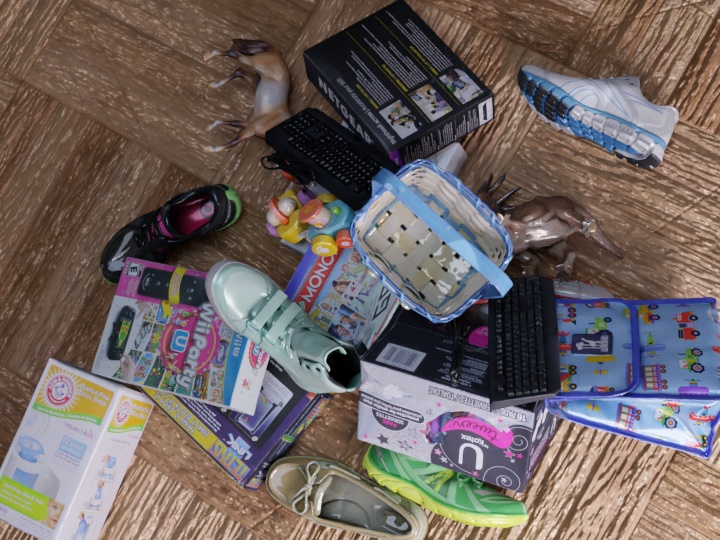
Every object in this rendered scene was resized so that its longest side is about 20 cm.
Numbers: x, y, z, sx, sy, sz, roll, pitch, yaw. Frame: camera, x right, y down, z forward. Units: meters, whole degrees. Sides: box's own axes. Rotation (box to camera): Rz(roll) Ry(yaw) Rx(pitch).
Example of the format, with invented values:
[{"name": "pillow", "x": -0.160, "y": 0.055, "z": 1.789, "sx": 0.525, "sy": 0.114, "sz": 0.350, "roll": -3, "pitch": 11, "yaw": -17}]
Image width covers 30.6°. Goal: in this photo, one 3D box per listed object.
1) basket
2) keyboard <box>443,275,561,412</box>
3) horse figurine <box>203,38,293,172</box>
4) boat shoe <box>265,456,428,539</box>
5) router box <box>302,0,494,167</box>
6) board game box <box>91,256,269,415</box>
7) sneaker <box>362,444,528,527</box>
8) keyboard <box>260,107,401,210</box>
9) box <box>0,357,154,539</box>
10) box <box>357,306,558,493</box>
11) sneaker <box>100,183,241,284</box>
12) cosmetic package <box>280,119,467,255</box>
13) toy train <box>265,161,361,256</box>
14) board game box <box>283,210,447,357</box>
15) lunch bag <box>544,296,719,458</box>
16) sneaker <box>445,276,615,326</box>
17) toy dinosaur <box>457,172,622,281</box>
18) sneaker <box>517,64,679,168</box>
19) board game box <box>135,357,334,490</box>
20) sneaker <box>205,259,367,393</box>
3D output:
[{"name": "basket", "x": 0.078, "y": -0.029, "z": 1.396, "sx": 0.176, "sy": 0.200, "sz": 0.139, "roll": 43, "pitch": 80, "yaw": 3}, {"name": "keyboard", "x": 0.145, "y": 0.074, "z": 1.387, "sx": 0.126, "sy": 0.021, "sz": 0.200, "roll": -14, "pitch": 33, "yaw": 15}, {"name": "horse figurine", "x": -0.131, "y": -0.217, "z": 1.664, "sx": 0.132, "sy": 0.050, "sz": 0.201, "roll": -4, "pitch": 69, "yaw": 3}, {"name": "boat shoe", "x": -0.020, "y": 0.262, "z": 1.503, "sx": 0.200, "sy": 0.063, "sz": 0.074, "roll": 22, "pitch": 84, "yaw": 18}, {"name": "router box", "x": 0.044, "y": -0.223, "z": 1.576, "sx": 0.149, "sy": 0.051, "sz": 0.200, "roll": -30, "pitch": 58, "yaw": -13}, {"name": "board game box", "x": -0.201, "y": 0.074, "z": 1.543, "sx": 0.199, "sy": 0.064, "sz": 0.148, "roll": 10, "pitch": 79, "yaw": 26}, {"name": "sneaker", "x": 0.097, "y": 0.229, "z": 1.474, "sx": 0.199, "sy": 0.074, "sz": 0.084, "roll": 22, "pitch": 87, "yaw": 21}, {"name": "keyboard", "x": -0.043, "y": -0.134, "z": 1.507, "sx": 0.104, "sy": 0.040, "sz": 0.200, "roll": -37, "pitch": 44, "yaw": -16}, {"name": "box", "x": -0.350, "y": 0.221, "z": 1.596, "sx": 0.112, "sy": 0.101, "sz": 0.201, "roll": 21, "pitch": 83, "yaw": 20}, {"name": "box", "x": 0.110, "y": 0.139, "z": 1.444, "sx": 0.199, "sy": 0.132, "sz": 0.115, "roll": 15, "pitch": 124, "yaw": 20}, {"name": "sneaker", "x": -0.245, "y": -0.053, "z": 1.640, "sx": 0.199, "sy": 0.084, "sz": 0.077, "roll": -33, "pitch": 79, "yaw": 7}, {"name": "cosmetic package", "x": 0.016, "y": -0.087, "z": 1.591, "sx": 0.150, "sy": 0.052, "sz": 0.201, "roll": 25, "pitch": 85, "yaw": 23}, {"name": "toy train", "x": -0.055, "y": -0.101, "z": 1.541, "sx": 0.200, "sy": 0.056, "sz": 0.151, "roll": 30, "pitch": 90, "yaw": 51}, {"name": "board game box", "x": 0.000, "y": 0.000, "z": 1.534, "sx": 0.134, "sy": 0.029, "sz": 0.201, "roll": 29, "pitch": 89, "yaw": 20}, {"name": "lunch bag", "x": 0.273, "y": 0.100, "z": 1.385, "sx": 0.199, "sy": 0.094, "sz": 0.151, "roll": 6, "pitch": 43, "yaw": 2}, {"name": "sneaker", "x": 0.192, "y": 0.052, "z": 1.503, "sx": 0.199, "sy": 0.077, "sz": 0.082, "roll": 1, "pitch": 98, "yaw": 21}, {"name": "toy dinosaur", "x": 0.201, "y": -0.057, "z": 1.517, "sx": 0.199, "sy": 0.136, "sz": 0.086, "roll": 0, "pitch": 119, "yaw": -4}, {"name": "sneaker", "x": 0.279, "y": -0.198, "z": 1.537, "sx": 0.199, "sy": 0.075, "sz": 0.087, "roll": 31, "pitch": 76, "yaw": 16}, {"name": "board game box", "x": -0.149, "y": 0.136, "z": 1.582, "sx": 0.200, "sy": 0.057, "sz": 0.166, "roll": 41, "pitch": 92, "yaw": 21}, {"name": "sneaker", "x": -0.074, "y": 0.059, "z": 1.436, "sx": 0.074, "sy": 0.200, "sz": 0.118, "roll": -54, "pitch": 24, "yaw": -20}]
